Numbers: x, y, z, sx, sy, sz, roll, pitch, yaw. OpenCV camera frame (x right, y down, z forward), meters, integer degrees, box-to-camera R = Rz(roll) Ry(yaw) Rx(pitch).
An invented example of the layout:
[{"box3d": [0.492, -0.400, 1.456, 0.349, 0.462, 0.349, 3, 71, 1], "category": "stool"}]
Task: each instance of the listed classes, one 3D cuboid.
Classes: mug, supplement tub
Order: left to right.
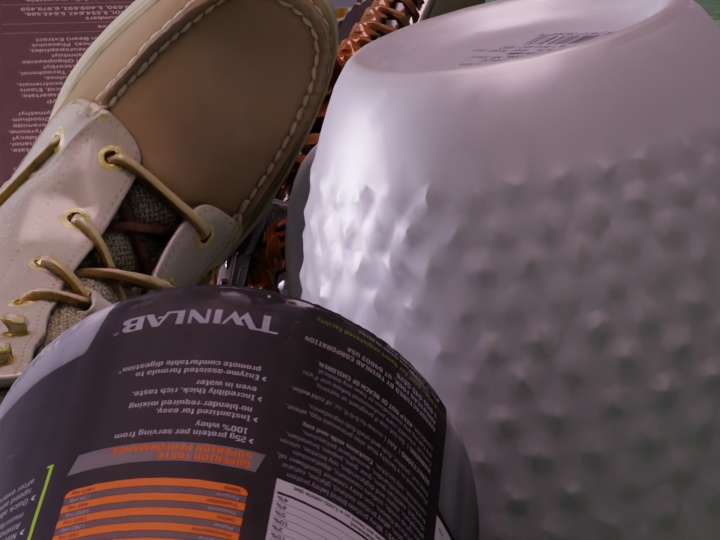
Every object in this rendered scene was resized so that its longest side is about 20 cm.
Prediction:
[{"box3d": [-0.038, 0.099, 0.598, 0.122, 0.123, 0.200, -9, 27, 10], "category": "supplement tub"}, {"box3d": [0.042, 0.018, 0.759, 0.147, 0.176, 0.200, -21, 17, -30], "category": "mug"}]

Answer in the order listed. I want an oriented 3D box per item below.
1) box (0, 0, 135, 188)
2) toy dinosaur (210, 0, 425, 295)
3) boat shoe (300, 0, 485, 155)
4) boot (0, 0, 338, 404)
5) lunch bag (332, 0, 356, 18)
[{"box3d": [-0.097, -0.019, 0.994, 0.075, 0.100, 0.200, -3, 38, -9], "category": "box"}, {"box3d": [0.000, 0.000, 0.918, 0.102, 0.136, 0.200, 21, 75, 37], "category": "toy dinosaur"}, {"box3d": [-0.010, -0.047, 1.035, 0.057, 0.200, 0.067, 17, -13, 20], "category": "boat shoe"}, {"box3d": [-0.071, 0.007, 0.774, 0.200, 0.072, 0.155, -50, 15, 8], "category": "boot"}, {"box3d": [-0.073, -0.084, 1.210, 0.200, 0.127, 0.170, -21, -15, -21], "category": "lunch bag"}]
